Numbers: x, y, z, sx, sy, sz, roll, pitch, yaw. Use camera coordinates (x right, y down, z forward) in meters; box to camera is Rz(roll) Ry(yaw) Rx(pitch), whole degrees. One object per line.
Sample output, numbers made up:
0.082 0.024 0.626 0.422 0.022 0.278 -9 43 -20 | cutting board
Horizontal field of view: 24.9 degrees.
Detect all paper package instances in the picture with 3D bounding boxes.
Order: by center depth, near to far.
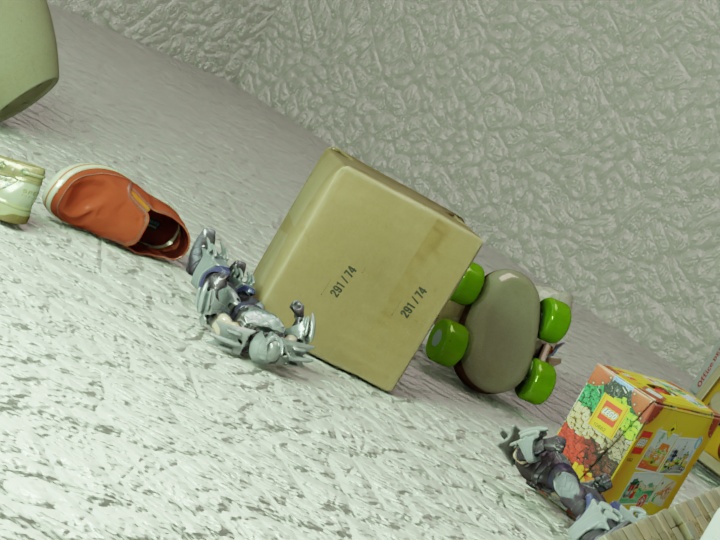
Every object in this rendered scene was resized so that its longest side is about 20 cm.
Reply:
0.000 0.000 1.741 0.190 0.201 0.103 28 9 -16 | paper package

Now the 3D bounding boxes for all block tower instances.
0.264 0.242 1.423 0.200 0.058 0.054 -9 63 -47 | block tower

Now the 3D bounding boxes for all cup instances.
-0.446 -0.263 1.966 0.144 0.200 0.200 56 8 -2 | cup

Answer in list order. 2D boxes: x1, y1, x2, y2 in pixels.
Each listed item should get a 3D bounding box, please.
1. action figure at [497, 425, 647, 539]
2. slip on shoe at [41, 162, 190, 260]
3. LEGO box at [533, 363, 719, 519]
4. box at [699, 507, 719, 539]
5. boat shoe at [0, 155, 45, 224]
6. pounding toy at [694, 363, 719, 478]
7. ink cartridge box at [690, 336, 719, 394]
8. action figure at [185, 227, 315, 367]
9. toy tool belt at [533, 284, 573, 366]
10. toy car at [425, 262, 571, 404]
0.204 0.208 1.559 0.130 0.069 0.200 31 9 -40 | action figure
-0.251 -0.059 1.709 0.061 0.074 0.200 39 8 38 | slip on shoe
0.284 0.189 1.724 0.077 0.149 0.200 34 9 32 | LEGO box
0.388 0.318 1.360 0.198 0.131 0.200 23 10 -38 | box
-0.394 -0.115 1.573 0.199 0.063 0.073 30 9 6 | boat shoe
0.522 0.222 2.320 0.142 0.184 0.200 38 0 -42 | pounding toy
0.774 0.231 3.150 0.146 0.147 0.200 23 11 -34 | ink cartridge box
-0.114 0.036 1.598 0.130 0.070 0.200 30 10 -33 | action figure
0.213 0.097 2.210 0.124 0.124 0.200 10 -16 -13 | toy tool belt
0.139 0.085 2.069 0.164 0.158 0.200 24 -18 -22 | toy car
